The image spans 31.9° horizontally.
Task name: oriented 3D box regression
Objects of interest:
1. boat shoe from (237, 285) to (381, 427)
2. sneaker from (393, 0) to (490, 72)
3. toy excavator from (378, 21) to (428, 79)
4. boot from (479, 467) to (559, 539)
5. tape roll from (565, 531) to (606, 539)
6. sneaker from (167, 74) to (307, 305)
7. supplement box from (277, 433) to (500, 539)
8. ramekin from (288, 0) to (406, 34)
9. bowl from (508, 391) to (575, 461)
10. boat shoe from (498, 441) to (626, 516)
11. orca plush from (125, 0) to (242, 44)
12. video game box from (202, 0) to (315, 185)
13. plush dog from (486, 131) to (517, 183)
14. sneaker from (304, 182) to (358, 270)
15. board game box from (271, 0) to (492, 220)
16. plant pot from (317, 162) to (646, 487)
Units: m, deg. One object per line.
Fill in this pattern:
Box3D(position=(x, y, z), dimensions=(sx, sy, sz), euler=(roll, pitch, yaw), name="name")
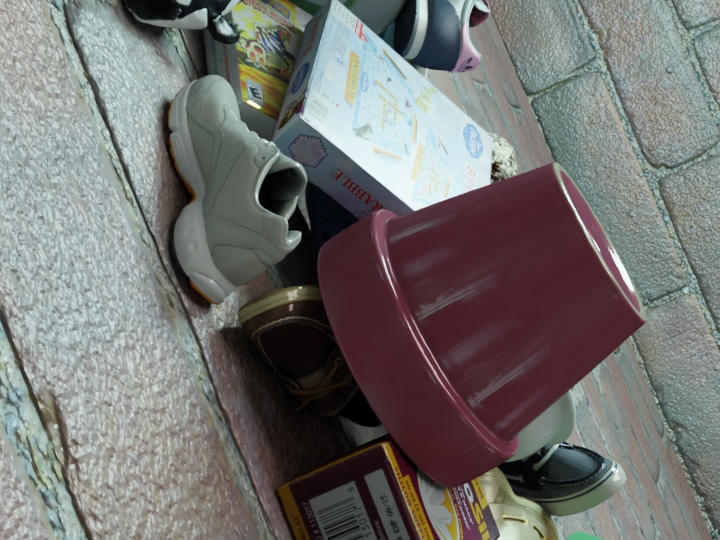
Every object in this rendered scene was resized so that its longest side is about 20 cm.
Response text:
Box3D(position=(-0.025, 0.071, 0.925), dimensions=(0.200, 0.071, 0.073), euler=(49, 22, -62), name="boat shoe")
Box3D(position=(0.084, -0.269, 1.188), dimensions=(0.081, 0.070, 0.203), euler=(18, 63, -14), name="sneaker")
Box3D(position=(0.043, -0.241, 1.248), dimensions=(0.099, 0.197, 0.200), euler=(21, 4, -21), name="toy excavator")
Box3D(position=(0.142, 0.283, 1.161), dimensions=(0.200, 0.072, 0.157), euler=(51, 23, -47), name="boot")
Box3D(position=(0.180, 0.327, 1.073), dimensions=(0.200, 0.048, 0.203), euler=(-43, 140, -50), name="tape roll")
Box3D(position=(-0.080, -0.070, 0.894), dimensions=(0.076, 0.091, 0.202), euler=(49, 24, -47), name="sneaker")
Box3D(position=(0.028, 0.177, 0.915), dimensions=(0.112, 0.085, 0.200), euler=(68, 16, 6), name="supplement box")
Box3D(position=(-0.042, -0.292, 1.147), dimensions=(0.200, 0.198, 0.099), euler=(48, 31, -47), name="ramekin")
Box3D(position=(0.093, 0.103, 1.147), dimensions=(0.201, 0.090, 0.202), euler=(43, -25, 25), name="bowl")
Box3D(position=(0.174, 0.185, 1.261), dimensions=(0.074, 0.199, 0.093), euler=(-38, 101, -29), name="boat shoe")
Box3D(position=(-0.104, -0.238, 0.994), dimensions=(0.199, 0.071, 0.106), euler=(-8, 60, -52), name="orca plush")
Box3D(position=(-0.045, -0.152, 1.085), dimensions=(0.199, 0.047, 0.184), euler=(25, 36, -36), name="video game box")
Box3D(position=(0.079, -0.084, 1.278), dimensions=(0.162, 0.170, 0.201), euler=(60, 18, -19), name="plush dog")
Box3D(position=(0.000, 0.000, 1.083), dimensions=(0.202, 0.075, 0.077), euler=(69, 12, 13), name="sneaker")
Box3D(position=(0.026, -0.106, 1.044), dimensions=(0.199, 0.041, 0.201), euler=(38, 34, -20), name="board game box")
Box3D(position=(0.094, 0.024, 0.893), dimensions=(0.201, 0.178, 0.201), euler=(53, 17, -24), name="plant pot")
